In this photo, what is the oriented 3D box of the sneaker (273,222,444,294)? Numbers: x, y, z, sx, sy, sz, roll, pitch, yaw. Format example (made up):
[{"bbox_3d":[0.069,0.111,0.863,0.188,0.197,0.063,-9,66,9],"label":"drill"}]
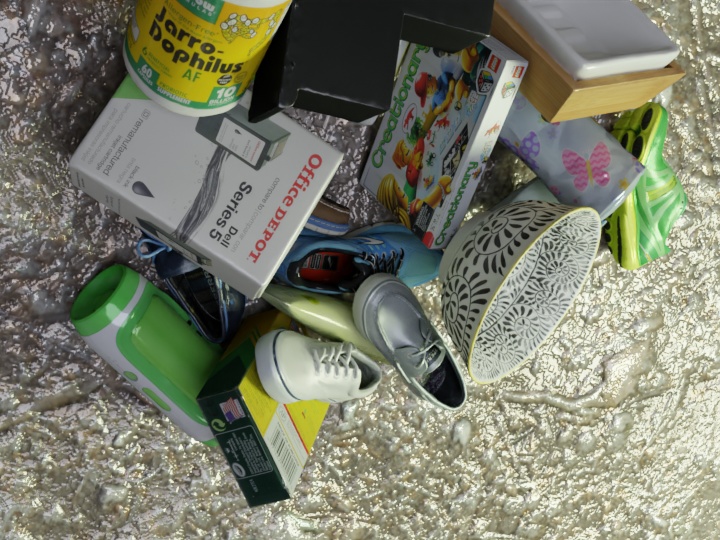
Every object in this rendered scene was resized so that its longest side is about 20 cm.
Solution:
[{"bbox_3d":[0.000,0.000,1.174,0.198,0.090,0.079,-2,111,-22],"label":"sneaker"}]

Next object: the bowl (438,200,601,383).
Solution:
[{"bbox_3d":[0.140,0.002,1.124,0.200,0.094,0.202,-38,149,-27],"label":"bowl"}]

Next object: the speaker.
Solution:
[{"bbox_3d":[-0.193,0.086,1.132,0.088,0.088,0.200,-42,119,-2],"label":"speaker"}]

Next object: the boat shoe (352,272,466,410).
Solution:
[{"bbox_3d":[0.060,0.078,1.174,0.070,0.071,0.201,-47,136,-13],"label":"boat shoe"}]

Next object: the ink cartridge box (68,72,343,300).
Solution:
[{"bbox_3d":[-0.135,-0.090,1.018,0.199,0.084,0.146,32,76,-5],"label":"ink cartridge box"}]

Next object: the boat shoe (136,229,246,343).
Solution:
[{"bbox_3d":[-0.162,-0.018,1.098,0.083,0.069,0.201,-20,120,22],"label":"boat shoe"}]

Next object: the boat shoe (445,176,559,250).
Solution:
[{"bbox_3d":[0.180,-0.054,1.234,0.201,0.086,0.075,-32,95,-4],"label":"boat shoe"}]

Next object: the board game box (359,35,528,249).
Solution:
[{"bbox_3d":[0.076,-0.139,1.108,0.034,0.126,0.202,-3,125,-40],"label":"board game box"}]

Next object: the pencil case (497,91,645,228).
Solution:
[{"bbox_3d":[0.192,-0.134,1.156,0.200,0.083,0.091,43,106,5],"label":"pencil case"}]

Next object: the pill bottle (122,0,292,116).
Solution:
[{"bbox_3d":[-0.110,-0.224,0.900,0.112,0.114,0.200,8,144,-24],"label":"pill bottle"}]

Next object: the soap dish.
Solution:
[{"bbox_3d":[0.192,-0.229,1.099,0.156,0.201,0.082,-14,143,-34],"label":"soap dish"}]

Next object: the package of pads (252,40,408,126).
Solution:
[{"bbox_3d":[-0.020,-0.253,1.083,0.153,0.068,0.202,19,102,-26],"label":"package of pads"}]

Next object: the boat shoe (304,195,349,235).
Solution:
[{"bbox_3d":[-0.086,-0.098,1.112,0.199,0.072,0.073,25,95,-27],"label":"boat shoe"}]

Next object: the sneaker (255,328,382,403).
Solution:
[{"bbox_3d":[-0.038,0.091,1.126,0.070,0.200,0.074,-17,77,19],"label":"sneaker"}]

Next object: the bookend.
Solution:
[{"bbox_3d":[0.021,-0.212,0.987,0.198,0.092,0.201,9,85,-20],"label":"bookend"}]

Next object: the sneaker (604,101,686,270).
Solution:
[{"bbox_3d":[0.322,-0.098,1.281,0.083,0.074,0.202,-12,123,-15],"label":"sneaker"}]

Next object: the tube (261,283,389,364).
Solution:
[{"bbox_3d":[-0.028,0.049,1.176,0.058,0.052,0.199,-29,144,34],"label":"tube"}]

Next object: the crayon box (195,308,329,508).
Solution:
[{"bbox_3d":[-0.089,0.125,1.143,0.050,0.200,0.128,-17,110,20],"label":"crayon box"}]
